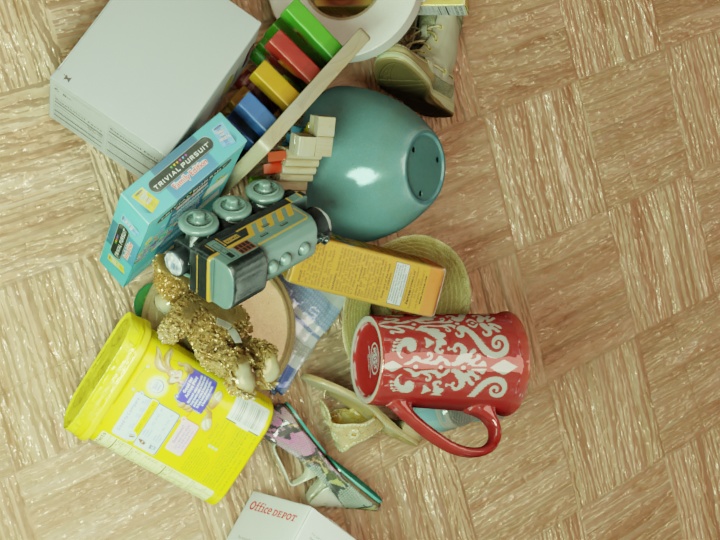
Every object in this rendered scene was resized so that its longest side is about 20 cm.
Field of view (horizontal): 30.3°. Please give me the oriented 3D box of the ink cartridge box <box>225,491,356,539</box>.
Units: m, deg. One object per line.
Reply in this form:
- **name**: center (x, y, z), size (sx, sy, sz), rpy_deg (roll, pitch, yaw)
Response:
- **ink cartridge box**: center (-0.094, 0.396, 1.605), size (0.146, 0.146, 0.202), rpy_deg (40, 69, -27)

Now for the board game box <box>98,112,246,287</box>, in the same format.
- **board game box**: center (-0.214, -0.076, 1.493), size (0.047, 0.200, 0.151), rpy_deg (45, 63, 3)

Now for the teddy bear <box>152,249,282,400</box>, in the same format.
- **teddy bear**: center (-0.170, 0.068, 1.505), size (0.199, 0.067, 0.145), rpy_deg (40, 33, -1)

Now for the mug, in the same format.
- **mug**: center (0.102, 0.128, 1.654), size (0.197, 0.179, 0.135), rpy_deg (4, 130, -22)

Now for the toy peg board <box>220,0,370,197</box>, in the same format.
- **toy peg board**: center (-0.113, -0.212, 1.582), size (0.098, 0.200, 0.200), rpy_deg (43, 66, -7)

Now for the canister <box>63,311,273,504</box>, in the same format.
- **canister**: center (-0.216, 0.162, 1.518), size (0.199, 0.087, 0.150), rpy_deg (32, 97, -19)

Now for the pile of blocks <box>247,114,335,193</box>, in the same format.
- **pile of blocks**: center (-0.098, -0.124, 1.593), size (0.061, 0.201, 0.083), rpy_deg (0, 52, -31)

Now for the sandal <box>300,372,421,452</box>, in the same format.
- **sandal**: center (-0.004, 0.205, 1.716), size (0.211, 0.077, 0.071), rpy_deg (32, 75, -37)

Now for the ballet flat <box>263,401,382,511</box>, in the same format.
- **ballet flat**: center (-0.058, 0.253, 1.689), size (0.071, 0.069, 0.200), rpy_deg (-45, 111, -7)

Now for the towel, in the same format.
- **towel**: center (-0.092, 0.039, 1.685), size (0.147, 0.024, 0.201), rpy_deg (47, 65, -24)

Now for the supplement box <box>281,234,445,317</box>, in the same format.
- **supplement box**: center (0.000, 0.000, 1.625), size (0.197, 0.066, 0.070), rpy_deg (12, 97, -20)

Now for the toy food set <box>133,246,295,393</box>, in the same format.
- **toy food set**: center (-0.175, 0.068, 1.597), size (0.199, 0.049, 0.199), rpy_deg (38, 75, -14)

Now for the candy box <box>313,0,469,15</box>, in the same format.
- **candy box**: center (0.042, -0.388, 1.690), size (0.196, 0.056, 0.119), rpy_deg (2, 88, 10)

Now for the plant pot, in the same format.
- **plant pot**: center (0.027, -0.130, 1.668), size (0.199, 0.133, 0.204), rpy_deg (-8, 100, -52)

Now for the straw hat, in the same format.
- **straw hat**: center (0.041, 0.042, 1.741), size (0.198, 0.085, 0.205), rpy_deg (-7, 107, -24)

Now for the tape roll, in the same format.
- **tape roll**: center (-0.019, -0.362, 1.654), size (0.037, 0.199, 0.207), rpy_deg (11, 81, -77)

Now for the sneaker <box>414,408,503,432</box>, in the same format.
- **sneaker**: center (0.133, 0.179, 1.821), size (0.199, 0.081, 0.075), rpy_deg (1, 78, -57)

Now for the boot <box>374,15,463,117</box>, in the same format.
- **boot**: center (0.081, -0.302, 1.751), size (0.200, 0.071, 0.157), rpy_deg (27, 70, -62)

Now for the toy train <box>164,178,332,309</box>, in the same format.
- **toy train**: center (-0.122, -0.031, 1.490), size (0.199, 0.113, 0.086), rpy_deg (-29, 140, -41)

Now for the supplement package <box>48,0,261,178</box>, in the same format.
- **supplement package**: center (-0.232, -0.227, 1.504), size (0.155, 0.111, 0.201), rpy_deg (33, 70, -2)
